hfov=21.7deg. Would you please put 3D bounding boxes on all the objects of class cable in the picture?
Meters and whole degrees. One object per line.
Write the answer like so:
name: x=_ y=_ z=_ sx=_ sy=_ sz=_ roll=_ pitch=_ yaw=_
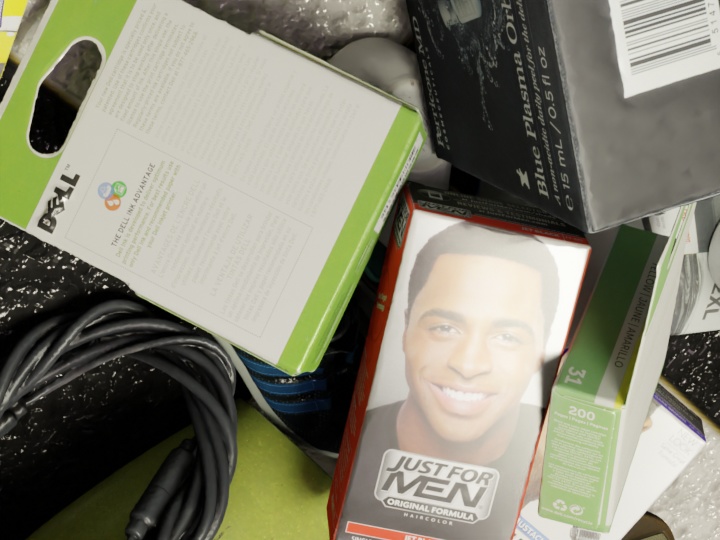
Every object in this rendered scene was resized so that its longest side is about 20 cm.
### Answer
cable: x=-0.151 y=0.107 z=1.045 sx=0.199 sy=0.164 sz=0.051 roll=-30 pitch=157 yaw=-13

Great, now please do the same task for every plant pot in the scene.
plant pot: x=-0.103 y=0.182 z=1.117 sx=0.200 sy=0.187 sz=0.187 roll=-48 pitch=131 yaw=-8

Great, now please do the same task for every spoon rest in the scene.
spoon rest: x=0.037 y=-0.038 z=1.065 sx=0.099 sy=0.060 sz=0.201 roll=-42 pitch=107 yaw=-33

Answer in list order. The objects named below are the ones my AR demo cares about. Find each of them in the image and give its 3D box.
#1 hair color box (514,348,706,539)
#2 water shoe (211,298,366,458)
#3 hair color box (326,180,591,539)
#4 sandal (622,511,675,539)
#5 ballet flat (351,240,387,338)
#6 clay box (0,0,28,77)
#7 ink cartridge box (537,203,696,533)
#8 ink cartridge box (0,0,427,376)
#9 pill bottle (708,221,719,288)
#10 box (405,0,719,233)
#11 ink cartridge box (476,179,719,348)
hair color box: x=0.120 y=0.143 z=1.230 sx=0.109 sy=0.065 sz=0.200 roll=39 pitch=101 yaw=-1
water shoe: x=-0.030 y=0.047 z=1.085 sx=0.200 sy=0.079 sz=0.072 roll=46 pitch=64 yaw=-32
hair color box: x=0.050 y=0.062 z=1.028 sx=0.100 sy=0.061 sz=0.202 roll=11 pitch=106 yaw=-6
sandal: x=0.121 y=0.205 z=1.317 sx=0.198 sy=0.055 sz=0.082 roll=-20 pitch=124 yaw=6
ballet flat: x=0.000 y=0.000 z=1.106 sx=0.063 sy=0.068 sz=0.200 roll=-18 pitch=133 yaw=26
clay box: x=-0.197 y=-0.129 z=0.881 sx=0.047 sy=0.115 sz=0.201 roll=12 pitch=116 yaw=-31
ink cartridge box: x=0.144 y=0.023 z=1.020 sx=0.047 sy=0.146 sz=0.201 roll=14 pitch=133 yaw=14
ink cartridge box: x=-0.084 y=-0.056 z=0.980 sx=0.199 sy=0.076 sz=0.149 roll=27 pitch=90 yaw=5
pill bottle: x=0.285 y=0.032 z=1.066 sx=0.111 sy=0.200 sz=0.113 roll=-14 pitch=127 yaw=-19
box: x=0.104 y=-0.144 z=0.931 sx=0.116 sy=0.200 sz=0.199 roll=-17 pitch=108 yaw=-14
ink cartridge box: x=0.175 y=-0.038 z=1.148 sx=0.198 sy=0.084 sz=0.146 roll=-6 pitch=125 yaw=-24
